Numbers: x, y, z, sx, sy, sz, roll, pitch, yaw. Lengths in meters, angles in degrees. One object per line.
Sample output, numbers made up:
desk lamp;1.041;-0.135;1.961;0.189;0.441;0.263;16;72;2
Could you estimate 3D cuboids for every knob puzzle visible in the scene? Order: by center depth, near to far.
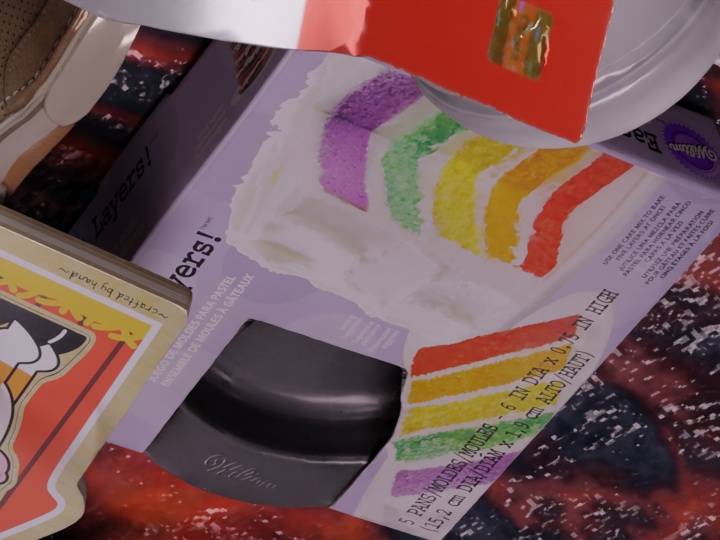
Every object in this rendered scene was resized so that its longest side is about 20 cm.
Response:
knob puzzle;-0.176;0.045;0.903;0.218;0.031;0.221;1;132;1

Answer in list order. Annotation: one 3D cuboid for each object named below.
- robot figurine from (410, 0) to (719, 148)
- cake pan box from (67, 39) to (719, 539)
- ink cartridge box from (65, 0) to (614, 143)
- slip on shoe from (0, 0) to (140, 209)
robot figurine;0.043;-0.113;0.823;0.169;0.113;0.200;4;148;36
cake pan box;0.000;0.000;0.975;0.183;0.053;0.200;22;126;-28
ink cartridge box;-0.024;-0.133;0.726;0.057;0.199;0.163;-28;137;-49
slip on shoe;-0.113;-0.072;0.864;0.060;0.076;0.200;25;131;-19
